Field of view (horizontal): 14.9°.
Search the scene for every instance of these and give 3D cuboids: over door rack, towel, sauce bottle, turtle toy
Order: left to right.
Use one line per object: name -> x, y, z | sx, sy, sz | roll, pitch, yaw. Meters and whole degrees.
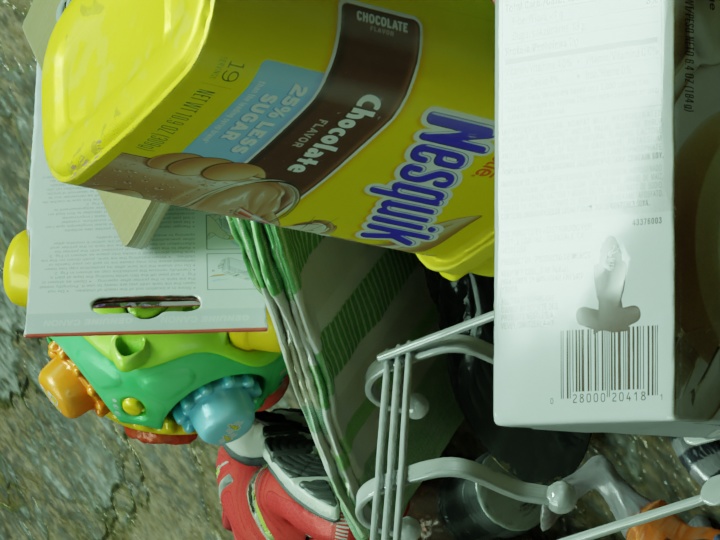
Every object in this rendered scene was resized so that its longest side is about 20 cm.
turtle toy -> -0.085, 0.027, 1.335 | 0.145, 0.200, 0.102 | 10, 104, 12
towel -> 0.000, 0.000, 1.204 | 0.023, 0.153, 0.201 | -8, 116, 27
sauce bottle -> 0.031, 0.129, 1.356 | 0.066, 0.066, 0.200 | 57, 151, -2
over door rack -> 0.083, 0.065, 1.085 | 0.200, 0.148, 0.067 | -31, 126, 31

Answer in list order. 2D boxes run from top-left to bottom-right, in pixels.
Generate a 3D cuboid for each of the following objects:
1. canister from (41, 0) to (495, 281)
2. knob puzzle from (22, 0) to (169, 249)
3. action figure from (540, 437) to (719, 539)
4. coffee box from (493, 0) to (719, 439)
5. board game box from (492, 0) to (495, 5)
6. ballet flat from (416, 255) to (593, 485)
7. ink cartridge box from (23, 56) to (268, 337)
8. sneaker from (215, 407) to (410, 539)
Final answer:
canister -> -0.005, -0.069, 1.052 | 0.148, 0.199, 0.087 | -36, 51, 50
knob puzzle -> -0.074, -0.138, 1.204 | 0.219, 0.030, 0.221 | -25, 59, 51
action figure -> 0.170, 0.119, 1.113 | 0.193, 0.105, 0.200 | 22, 161, 37
coffee box -> 0.109, -0.047, 0.922 | 0.079, 0.114, 0.201 | -5, 82, 43
board game box -> 0.062, -0.140, 1.011 | 0.019, 0.103, 0.200 | -33, 91, 37
ballet flat -> 0.060, 0.004, 1.219 | 0.057, 0.066, 0.201 | -92, -16, -67
ink cartridge box -> -0.094, -0.022, 1.238 | 0.201, 0.108, 0.051 | -94, 4, -49
sneaker -> -0.023, 0.117, 1.338 | 0.200, 0.077, 0.085 | -161, 75, -74
